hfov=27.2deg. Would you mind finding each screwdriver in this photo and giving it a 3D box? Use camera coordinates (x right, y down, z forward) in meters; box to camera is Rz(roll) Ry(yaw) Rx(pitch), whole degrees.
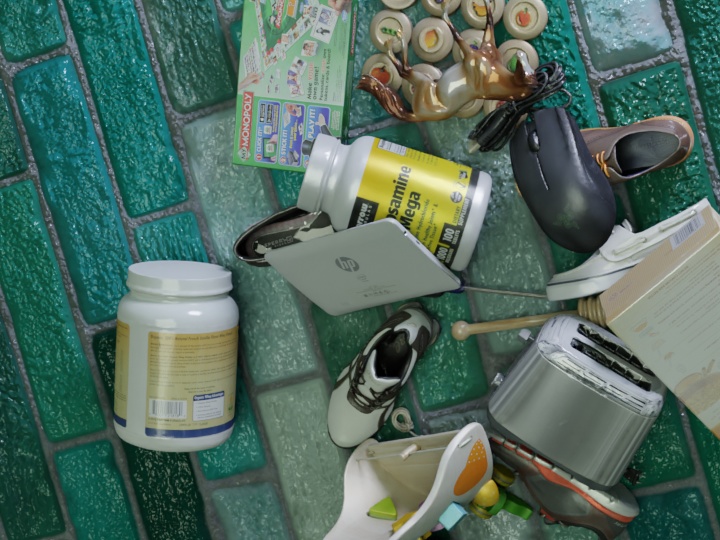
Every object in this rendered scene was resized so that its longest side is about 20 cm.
[{"bbox_3d":[0.132,0.021,1.681,0.197,0.029,0.028,5,99,13],"label":"screwdriver"}]

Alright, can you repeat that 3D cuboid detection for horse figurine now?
[{"bbox_3d":[0.094,-0.216,1.618,0.199,0.050,0.134,-26,87,28],"label":"horse figurine"}]

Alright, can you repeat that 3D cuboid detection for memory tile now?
[{"bbox_3d":[0.102,-0.249,1.651,0.198,0.017,0.155,16,103,15],"label":"memory tile"}]

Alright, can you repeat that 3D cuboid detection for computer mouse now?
[{"bbox_3d":[0.195,-0.107,1.571,0.138,0.052,0.201,-40,68,32],"label":"computer mouse"}]

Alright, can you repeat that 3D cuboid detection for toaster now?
[{"bbox_3d":[0.243,0.142,1.602,0.199,0.114,0.130,32,121,6],"label":"toaster"}]

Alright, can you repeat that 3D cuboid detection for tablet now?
[{"bbox_3d":[0.000,0.000,1.649,0.199,0.014,0.130,-14,136,41],"label":"tablet"}]

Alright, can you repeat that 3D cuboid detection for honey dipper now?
[{"bbox_3d":[0.196,0.056,1.662,0.198,0.038,0.038,-9,96,23],"label":"honey dipper"}]

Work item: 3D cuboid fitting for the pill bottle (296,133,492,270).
[{"bbox_3d":[0.036,-0.080,1.626,0.198,0.113,0.114,17,103,0],"label":"pill bottle"}]

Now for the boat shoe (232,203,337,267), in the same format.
[{"bbox_3d":[-0.055,-0.048,1.710,0.198,0.057,0.068,-20,90,19],"label":"boat shoe"}]

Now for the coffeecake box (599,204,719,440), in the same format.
[{"bbox_3d":[0.373,0.060,1.548,0.153,0.073,0.200,-41,106,18],"label":"coffeecake box"}]

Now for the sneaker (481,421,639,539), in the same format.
[{"bbox_3d":[0.209,0.244,1.662,0.199,0.077,0.082,32,110,11],"label":"sneaker"}]

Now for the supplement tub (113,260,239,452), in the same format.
[{"bbox_3d":[-0.215,0.097,1.738,0.143,0.144,0.203,7,100,16],"label":"supplement tub"}]

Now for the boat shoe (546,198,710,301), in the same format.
[{"bbox_3d":[0.289,-0.022,1.599,0.198,0.072,0.066,-20,88,19],"label":"boat shoe"}]

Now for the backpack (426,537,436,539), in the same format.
[{"bbox_3d":[0.046,0.414,1.688,0.149,0.177,0.202,18,107,19],"label":"backpack"}]

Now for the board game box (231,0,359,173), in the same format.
[{"bbox_3d":[-0.076,-0.215,1.707,0.133,0.029,0.203,9,101,17],"label":"board game box"}]

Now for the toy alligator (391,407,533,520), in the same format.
[{"bbox_3d":[0.109,0.227,1.701,0.199,0.054,0.060,36,107,10],"label":"toy alligator"}]

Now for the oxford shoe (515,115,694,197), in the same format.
[{"bbox_3d":[0.255,-0.120,1.592,0.198,0.073,0.072,-19,93,20],"label":"oxford shoe"}]

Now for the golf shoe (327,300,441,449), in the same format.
[{"bbox_3d":[0.012,0.125,1.698,0.077,0.094,0.201,33,108,9],"label":"golf shoe"}]

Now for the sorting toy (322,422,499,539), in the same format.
[{"bbox_3d":[0.038,0.264,1.617,0.199,0.180,0.108,-18,107,53],"label":"sorting toy"}]
